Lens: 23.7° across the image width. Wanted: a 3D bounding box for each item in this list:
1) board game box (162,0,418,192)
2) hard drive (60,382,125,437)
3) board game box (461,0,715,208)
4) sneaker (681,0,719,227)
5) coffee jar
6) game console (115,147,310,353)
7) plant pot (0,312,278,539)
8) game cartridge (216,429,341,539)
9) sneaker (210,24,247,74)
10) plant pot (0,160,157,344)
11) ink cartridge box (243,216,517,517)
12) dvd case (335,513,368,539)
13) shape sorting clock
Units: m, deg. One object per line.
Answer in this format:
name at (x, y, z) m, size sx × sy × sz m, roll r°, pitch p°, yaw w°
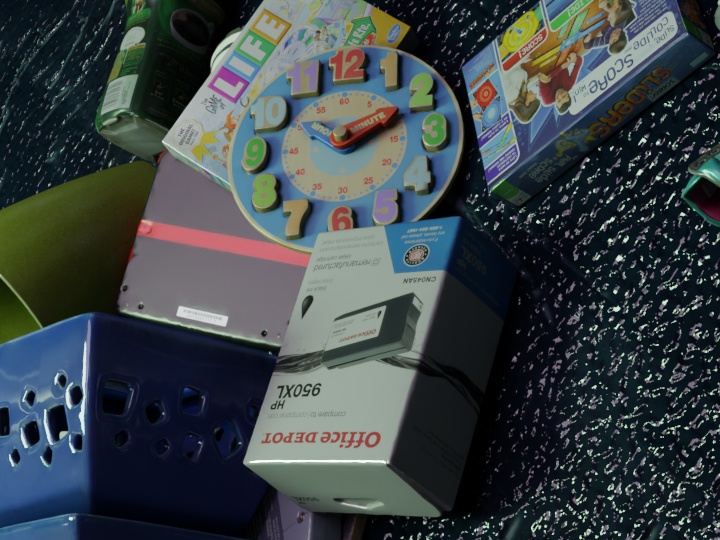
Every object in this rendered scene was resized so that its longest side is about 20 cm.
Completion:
board game box at (-0.061, -0.154, 1.490) m, size 0.134 × 0.034 × 0.201 m, roll 31°, pitch 82°, yaw 22°
hard drive at (-0.262, 0.073, 1.712) m, size 0.132 × 0.026 × 0.201 m, roll -42°, pitch 41°, yaw 29°
board game box at (0.165, -0.157, 1.291) m, size 0.200 × 0.034 × 0.136 m, roll -38°, pitch 43°, yaw 33°
sneaker at (0.252, -0.089, 1.102) m, size 0.121 × 0.084 × 0.200 m, roll -41°, pitch 41°, yaw 14°
coffee jar at (-0.199, -0.218, 1.747) m, size 0.085 × 0.104 × 0.201 m, roll -15°, pitch 57°, yaw 44°
game console at (-0.113, -0.025, 1.519) m, size 0.199 × 0.031 × 0.178 m, roll 10°, pitch 80°, yaw 30°
plant pot at (-0.186, 0.153, 1.337) m, size 0.199 × 0.199 × 0.181 m, roll -19°, pitch 62°, yaw 47°
game cartridge at (-0.072, 0.175, 1.366) m, size 0.133 × 0.041 × 0.201 m, roll -45°, pitch 39°, yaw 33°
sneaker at (-0.082, -0.162, 1.582) m, size 0.200 × 0.075 × 0.116 m, roll -8°, pitch 61°, yaw 48°
plant pot at (-0.257, -0.009, 1.620) m, size 0.200 × 0.188 × 0.187 m, roll -39°, pitch 27°, yaw -25°
ink cartridge box at (0.016, 0.071, 1.262) m, size 0.144 × 0.084 × 0.201 m, roll -6°, pitch 56°, yaw 40°
dvd case at (-0.026, 0.131, 1.376) m, size 0.148 × 0.016 × 0.201 m, roll -3°, pitch 67°, yaw 53°
shape sorting clock at (-0.013, -0.102, 1.405) m, size 0.198 × 0.039 × 0.201 m, roll -7°, pitch 56°, yaw 11°
